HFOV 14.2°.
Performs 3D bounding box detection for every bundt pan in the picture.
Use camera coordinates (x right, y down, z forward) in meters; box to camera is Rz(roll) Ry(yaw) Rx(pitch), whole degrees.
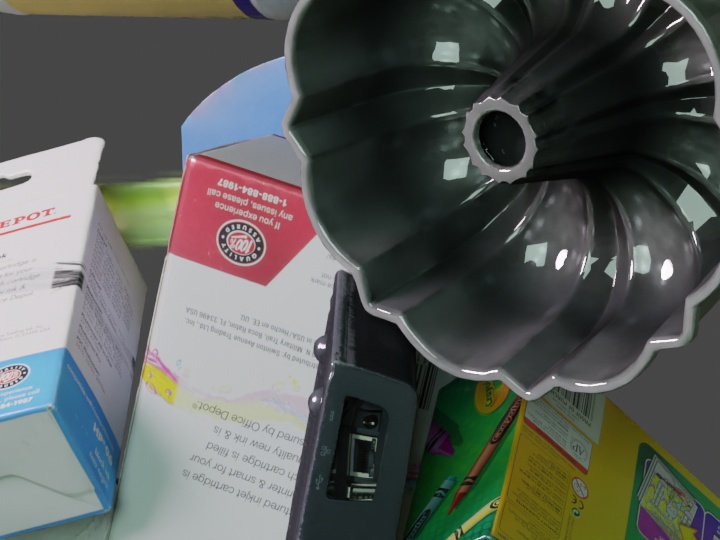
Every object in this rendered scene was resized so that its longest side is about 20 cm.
[{"bbox_3d":[0.072,-0.058,1.072,0.202,0.076,0.202,15,116,34],"label":"bundt pan"}]

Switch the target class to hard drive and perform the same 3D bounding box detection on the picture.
[{"bbox_3d":[-0.012,0.113,1.133,0.042,0.135,0.200,10,106,-2],"label":"hard drive"}]

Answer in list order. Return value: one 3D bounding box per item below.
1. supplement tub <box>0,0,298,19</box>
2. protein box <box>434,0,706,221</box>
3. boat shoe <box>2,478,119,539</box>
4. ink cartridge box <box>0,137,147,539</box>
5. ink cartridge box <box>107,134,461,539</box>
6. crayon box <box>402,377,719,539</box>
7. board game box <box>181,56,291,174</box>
[{"bbox_3d":[-0.110,-0.188,1.309,0.200,0.145,0.146,3,80,19],"label":"supplement tub"},{"bbox_3d":[0.141,-0.158,1.163,0.135,0.200,0.199,39,127,20],"label":"protein box"},{"bbox_3d":[-0.200,0.134,1.312,0.200,0.068,0.075,-23,43,11],"label":"boat shoe"},{"bbox_3d":[-0.164,0.033,1.302,0.116,0.068,0.200,-14,35,14],"label":"ink cartridge box"},{"bbox_3d":[-0.016,0.059,1.240,0.146,0.083,0.200,19,106,19],"label":"ink cartridge box"},{"bbox_3d":[0.108,0.134,1.141,0.200,0.119,0.058,42,126,-20],"label":"crayon box"},{"bbox_3d":[0.000,0.000,1.292,0.158,0.039,0.200,3,100,24],"label":"board game box"}]
